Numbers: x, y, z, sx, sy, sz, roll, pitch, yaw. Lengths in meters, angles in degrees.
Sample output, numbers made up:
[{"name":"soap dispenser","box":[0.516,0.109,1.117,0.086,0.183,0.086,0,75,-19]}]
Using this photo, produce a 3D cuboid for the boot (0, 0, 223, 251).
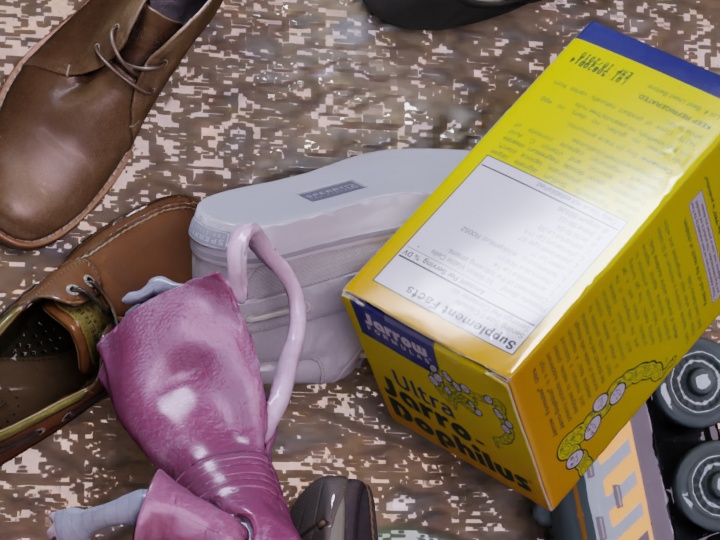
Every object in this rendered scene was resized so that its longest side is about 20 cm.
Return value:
[{"name":"boot","box":[-0.123,-0.100,1.288,0.073,0.075,0.201,35,75,-10]}]

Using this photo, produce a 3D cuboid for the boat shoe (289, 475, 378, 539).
[{"name":"boat shoe","box":[-0.002,0.201,1.285,0.073,0.074,0.202,1,90,-26]}]

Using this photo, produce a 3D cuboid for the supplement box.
[{"name":"supplement box","box":[0.103,-0.004,1.280,0.109,0.110,0.200,28,65,35]}]

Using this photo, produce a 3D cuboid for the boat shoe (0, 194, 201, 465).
[{"name":"boat shoe","box":[-0.135,0.034,1.265,0.072,0.068,0.200,47,71,-3]}]

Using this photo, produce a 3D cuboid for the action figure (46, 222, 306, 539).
[{"name":"action figure","box":[-0.054,0.106,1.192,0.149,0.134,0.201,-35,48,9]}]

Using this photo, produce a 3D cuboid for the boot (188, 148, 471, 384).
[{"name":"boot","box":[0.000,0.000,1.320,0.199,0.073,0.096,-12,116,-31]}]

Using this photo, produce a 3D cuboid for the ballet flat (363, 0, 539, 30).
[{"name":"ballet flat","box":[0.096,-0.175,1.368,0.199,0.068,0.068,-15,86,-18]}]

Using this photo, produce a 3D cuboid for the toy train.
[{"name":"toy train","box":[0.143,0.118,1.333,0.113,0.085,0.202,-10,84,-8]}]
